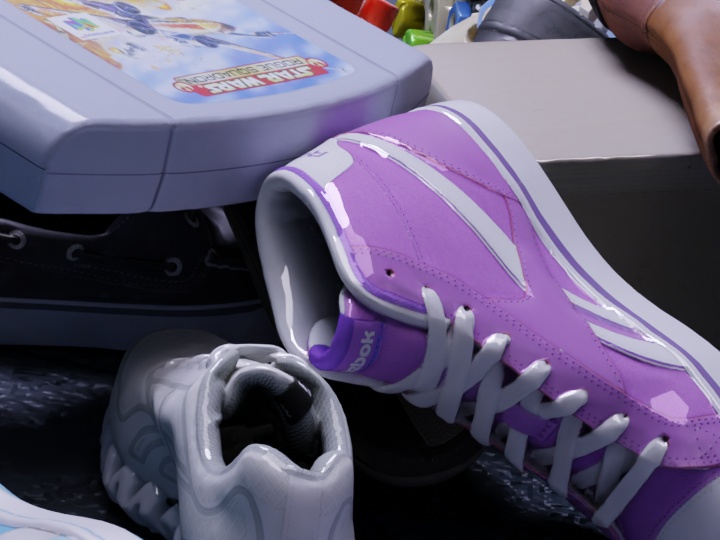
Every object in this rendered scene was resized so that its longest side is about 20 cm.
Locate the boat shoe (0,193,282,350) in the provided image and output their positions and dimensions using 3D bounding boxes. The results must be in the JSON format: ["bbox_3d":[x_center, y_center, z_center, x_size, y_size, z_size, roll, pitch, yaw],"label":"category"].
[{"bbox_3d":[-0.091,-0.014,1.043,0.200,0.066,0.070,2,23,-16],"label":"boat shoe"}]

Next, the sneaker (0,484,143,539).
[{"bbox_3d":[-0.131,0.099,0.737,0.130,0.080,0.200,-7,16,-37],"label":"sneaker"}]

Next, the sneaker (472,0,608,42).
[{"bbox_3d":[0.084,-0.038,1.165,0.200,0.104,0.060,37,-17,-13],"label":"sneaker"}]

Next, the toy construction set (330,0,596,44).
[{"bbox_3d":[0.000,-0.113,1.205,0.200,0.131,0.092,25,5,-29],"label":"toy construction set"}]

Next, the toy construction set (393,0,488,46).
[{"bbox_3d":[0.063,-0.162,1.315,0.092,0.200,0.131,-4,46,-3],"label":"toy construction set"}]

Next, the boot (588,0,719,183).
[{"bbox_3d":[0.186,-0.091,1.017,0.188,0.069,0.200,-1,23,-11],"label":"boot"}]

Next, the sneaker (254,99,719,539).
[{"bbox_3d":[0.042,0.038,0.895,0.114,0.073,0.200,-19,59,-47],"label":"sneaker"}]

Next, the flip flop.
[{"bbox_3d":[0.000,0.000,1.017,0.081,0.058,0.200,-16,53,-6],"label":"flip flop"}]

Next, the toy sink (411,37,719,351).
[{"bbox_3d":[0.123,-0.014,1.058,0.200,0.112,0.130,-4,24,-14],"label":"toy sink"}]

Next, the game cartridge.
[{"bbox_3d":[-0.070,-0.068,0.955,0.133,0.042,0.200,27,25,30],"label":"game cartridge"}]

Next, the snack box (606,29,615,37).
[{"bbox_3d":[0.219,-0.134,1.231,0.200,0.169,0.068,20,9,-42],"label":"snack box"}]

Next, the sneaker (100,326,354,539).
[{"bbox_3d":[-0.035,0.054,0.878,0.075,0.081,0.200,-1,21,-15],"label":"sneaker"}]

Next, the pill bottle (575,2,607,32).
[{"bbox_3d":[0.207,-0.132,1.376,0.200,0.111,0.111,4,22,-9],"label":"pill bottle"}]
